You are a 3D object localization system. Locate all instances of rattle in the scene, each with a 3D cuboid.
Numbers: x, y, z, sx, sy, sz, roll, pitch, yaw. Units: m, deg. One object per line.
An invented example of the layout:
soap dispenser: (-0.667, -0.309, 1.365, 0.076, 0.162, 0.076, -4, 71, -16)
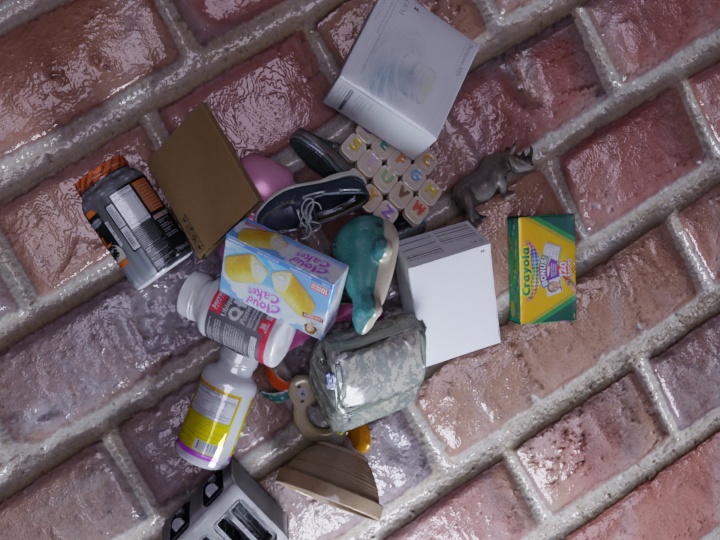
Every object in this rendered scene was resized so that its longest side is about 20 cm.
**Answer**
rattle: (-0.088, 0.253, 1.253, 0.198, 0.144, 0.131, 35, 112, -18)

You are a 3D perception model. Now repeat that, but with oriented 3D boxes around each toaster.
toaster: (-0.233, 0.474, 1.249, 0.181, 0.119, 0.201, -43, 99, -4)

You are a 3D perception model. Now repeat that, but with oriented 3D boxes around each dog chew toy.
dog chew toy: (-0.191, -0.096, 1.224, 0.122, 0.125, 0.204, 21, 98, -10)

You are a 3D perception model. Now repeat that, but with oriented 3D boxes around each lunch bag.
lunch bag: (0.012, 0.161, 1.197, 0.195, 0.170, 0.141, -15, 52, -22)

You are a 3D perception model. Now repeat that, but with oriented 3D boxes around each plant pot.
plant pot: (-0.044, 0.366, 1.247, 0.197, 0.201, 0.095, 25, 69, -10)

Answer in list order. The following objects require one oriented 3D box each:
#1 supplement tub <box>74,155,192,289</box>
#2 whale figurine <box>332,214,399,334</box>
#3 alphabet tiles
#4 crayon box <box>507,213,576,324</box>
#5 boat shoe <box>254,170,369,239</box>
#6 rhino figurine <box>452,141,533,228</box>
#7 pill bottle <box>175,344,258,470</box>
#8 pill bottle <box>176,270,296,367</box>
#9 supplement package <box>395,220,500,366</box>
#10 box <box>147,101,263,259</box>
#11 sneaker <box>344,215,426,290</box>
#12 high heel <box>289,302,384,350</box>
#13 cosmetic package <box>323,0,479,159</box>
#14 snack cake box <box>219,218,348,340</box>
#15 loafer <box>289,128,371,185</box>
supplement tub: (-0.384, -0.082, 1.186, 0.121, 0.122, 0.203, -34, 98, -6)
whale figurine: (0.000, 0.000, 1.158, 0.101, 0.160, 0.204, 16, 53, -13)
alphabet tiles: (0.056, -0.178, 1.265, 0.200, 0.015, 0.197, 43, 60, -6)
crayon box: (0.348, -0.004, 1.348, 0.115, 0.058, 0.206, -3, 94, -10)
boat shoe: (-0.079, -0.102, 1.167, 0.195, 0.062, 0.076, -18, 133, -12)
rhino figurine: (0.254, -0.171, 1.321, 0.199, 0.060, 0.088, -42, 88, -8)
pill bottle: (-0.246, 0.236, 1.237, 0.102, 0.104, 0.205, 22, 90, -10)
pill bottle: (-0.213, 0.078, 1.214, 0.196, 0.111, 0.113, 23, 90, 10)
supplement package: (0.154, 0.041, 1.260, 0.152, 0.111, 0.205, -16, 116, -8)
box: (-0.265, -0.150, 1.183, 0.162, 0.021, 0.203, -38, 77, 26)
sneaker: (0.040, -0.031, 1.298, 0.197, 0.073, 0.083, -31, 116, -2)
high heel: (-0.054, 0.107, 1.277, 0.194, 0.067, 0.099, 4, 83, -5)
cosmetic package: (0.072, -0.343, 1.228, 0.197, 0.123, 0.203, 29, 75, -12)
snack cake box: (-0.126, 0.013, 1.138, 0.196, 0.067, 0.117, 24, 124, 12)
loafer: (-0.038, -0.196, 1.274, 0.198, 0.071, 0.064, 37, 67, -17)
